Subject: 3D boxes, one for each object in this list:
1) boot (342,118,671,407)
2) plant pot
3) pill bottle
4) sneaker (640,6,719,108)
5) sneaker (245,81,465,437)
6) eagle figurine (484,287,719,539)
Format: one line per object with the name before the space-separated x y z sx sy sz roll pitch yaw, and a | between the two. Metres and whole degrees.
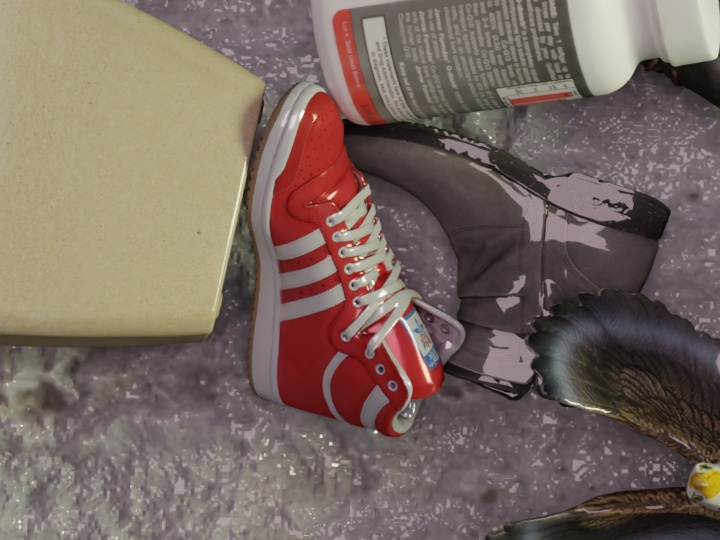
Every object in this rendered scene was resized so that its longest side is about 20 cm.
boot | 0.063 -0.003 1.244 0.199 0.070 0.133 18 93 13
plant pot | -0.152 -0.047 1.213 0.176 0.200 0.201 13 85 -6
pill bottle | 0.082 -0.144 1.173 0.199 0.116 0.117 -6 83 15
sneaker | 0.138 -0.124 1.252 0.115 0.076 0.200 -41 72 5
sneaker | 0.000 0.000 1.193 0.112 0.071 0.201 20 129 24
eagle figurine | 0.178 0.108 1.190 0.199 0.151 0.152 15 58 24
